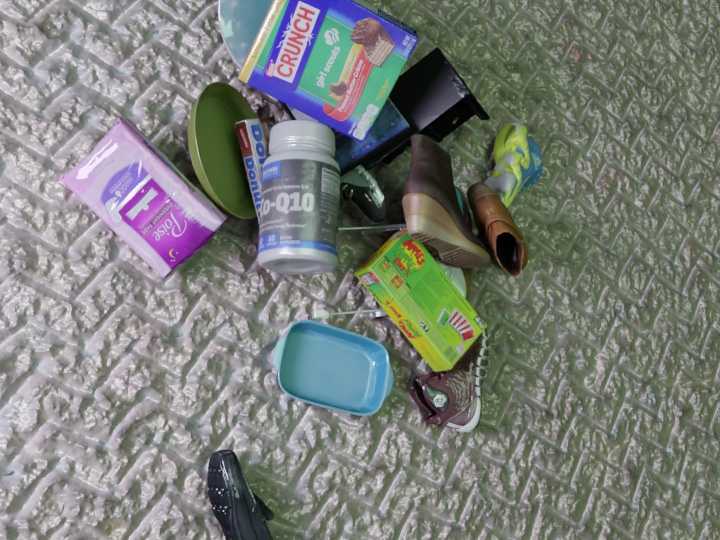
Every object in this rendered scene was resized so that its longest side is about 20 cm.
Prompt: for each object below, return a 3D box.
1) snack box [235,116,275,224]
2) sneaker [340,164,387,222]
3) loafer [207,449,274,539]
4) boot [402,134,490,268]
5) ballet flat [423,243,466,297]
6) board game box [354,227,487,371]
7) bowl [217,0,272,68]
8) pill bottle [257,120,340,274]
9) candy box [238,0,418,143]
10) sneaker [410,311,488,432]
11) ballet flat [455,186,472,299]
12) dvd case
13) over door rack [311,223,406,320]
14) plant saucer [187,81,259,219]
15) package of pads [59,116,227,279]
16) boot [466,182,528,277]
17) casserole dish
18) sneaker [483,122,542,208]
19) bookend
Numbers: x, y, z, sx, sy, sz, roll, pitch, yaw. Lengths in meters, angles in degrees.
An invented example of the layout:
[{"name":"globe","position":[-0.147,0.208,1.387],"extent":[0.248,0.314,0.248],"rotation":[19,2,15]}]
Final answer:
[{"name":"snack box","position":[-0.134,-0.126,1.226],"extent":[0.072,0.024,0.201],"rotation":[-24,104,-56]},{"name":"sneaker","position":[-0.053,-0.136,1.278],"extent":[0.115,0.075,0.200],"rotation":[-29,71,-22]},{"name":"loafer","position":[-0.155,0.337,1.121],"extent":[0.070,0.068,0.201],"rotation":[-18,92,-38]},{"name":"boot","position":[0.141,-0.104,1.276],"extent":[0.200,0.072,0.167],"rotation":[27,59,-43]},{"name":"ballet flat","position":[0.116,-0.030,1.334],"extent":[0.069,0.069,0.201],"rotation":[-1,66,-28]},{"name":"board game box","position":[0.094,0.046,1.256],"extent":[0.200,0.048,0.102],"rotation":[51,60,-11]},{"name":"bowl","position":[-0.114,-0.398,1.263],"extent":[0.105,0.200,0.201],"rotation":[-18,86,-51]},{"name":"pill bottle","position":[-0.086,-0.102,1.169],"extent":[0.113,0.114,0.201],"rotation":[7,75,-26]},{"name":"candy box","position":[-0.045,-0.303,1.151],"extent":[0.200,0.077,0.169],"rotation":[26,111,-11]},{"name":"sneaker","position":[0.137,0.154,1.315],"extent":[0.115,0.076,0.201],"rotation":[10,74,-23]},{"name":"ballet flat","position":[0.159,-0.040,1.389],"extent":[0.063,0.068,0.201],"rotation":[20,70,-51]},{"name":"dvd case","position":[-0.033,-0.248,1.265],"extent":[0.142,0.018,0.200],"rotation":[-33,66,0]},{"name":"over door rack","position":[0.000,0.000,1.280],"extent":[0.199,0.067,0.148],"rotation":[-1,79,-29]},{"name":"plant saucer","position":[-0.192,-0.170,1.189],"extent":[0.200,0.031,0.201],"rotation":[-9,90,-68]},{"name":"package of pads","position":[-0.293,-0.097,1.122],"extent":[0.120,0.076,0.200],"rotation":[-43,101,6]},{"name":"boot","position":[0.244,-0.039,1.350],"extent":[0.076,0.155,0.200],"rotation":[-24,126,5]},{"name":"casserole dish","position":[-0.045,0.149,1.239],"extent":[0.199,0.039,0.122],"rotation":[19,70,-24]},{"name":"sneaker","position":[0.278,-0.158,1.464],"extent":[0.105,0.076,0.201],"rotation":[24,78,-33]},{"name":"bookend","position":[0.092,-0.245,1.352],"extent":[0.200,0.199,0.092],"rotation":[-35,79,13]}]
